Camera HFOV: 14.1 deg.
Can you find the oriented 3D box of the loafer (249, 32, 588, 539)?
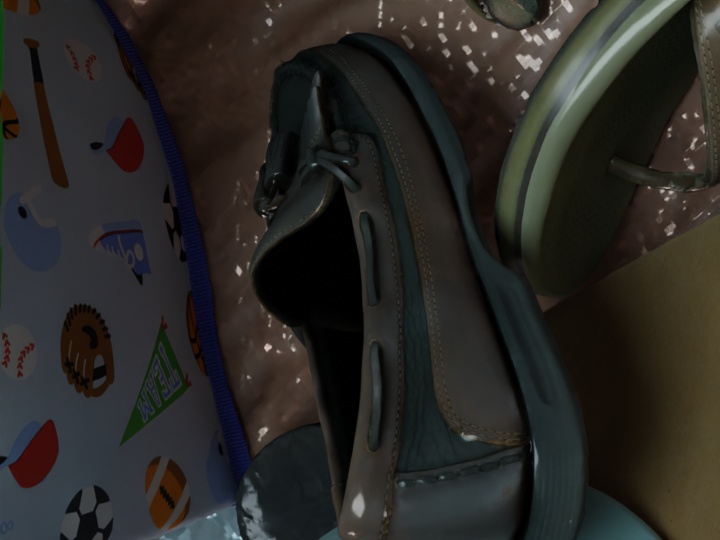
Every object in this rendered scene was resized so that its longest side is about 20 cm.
[{"bbox_3d":[0.000,0.000,0.762,0.200,0.062,0.072,-117,26,-51],"label":"loafer"}]

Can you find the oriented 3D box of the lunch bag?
[{"bbox_3d":[-0.134,-0.008,0.845,0.123,0.170,0.201,-8,95,29],"label":"lunch bag"}]

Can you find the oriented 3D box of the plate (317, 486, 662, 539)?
[{"bbox_3d":[0.001,0.134,0.722,0.199,0.026,0.201,-27,44,29],"label":"plate"}]

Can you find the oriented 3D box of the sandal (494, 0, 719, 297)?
[{"bbox_3d":[0.101,-0.062,0.734,0.057,0.080,0.201,46,119,13],"label":"sandal"}]

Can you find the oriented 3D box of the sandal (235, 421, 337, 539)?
[{"bbox_3d":[0.024,0.135,0.836,0.201,0.048,0.075,51,121,15],"label":"sandal"}]

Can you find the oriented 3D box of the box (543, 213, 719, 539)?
[{"bbox_3d":[0.090,0.080,0.712,0.163,0.021,0.201,-32,47,50],"label":"box"}]

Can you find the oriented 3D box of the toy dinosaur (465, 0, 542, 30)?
[{"bbox_3d":[-0.046,-0.110,0.797,0.088,0.199,0.048,-162,84,-70],"label":"toy dinosaur"}]

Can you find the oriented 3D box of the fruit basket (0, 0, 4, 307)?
[{"bbox_3d":[-0.182,-0.045,0.729,0.199,0.094,0.187,3,95,30],"label":"fruit basket"}]
